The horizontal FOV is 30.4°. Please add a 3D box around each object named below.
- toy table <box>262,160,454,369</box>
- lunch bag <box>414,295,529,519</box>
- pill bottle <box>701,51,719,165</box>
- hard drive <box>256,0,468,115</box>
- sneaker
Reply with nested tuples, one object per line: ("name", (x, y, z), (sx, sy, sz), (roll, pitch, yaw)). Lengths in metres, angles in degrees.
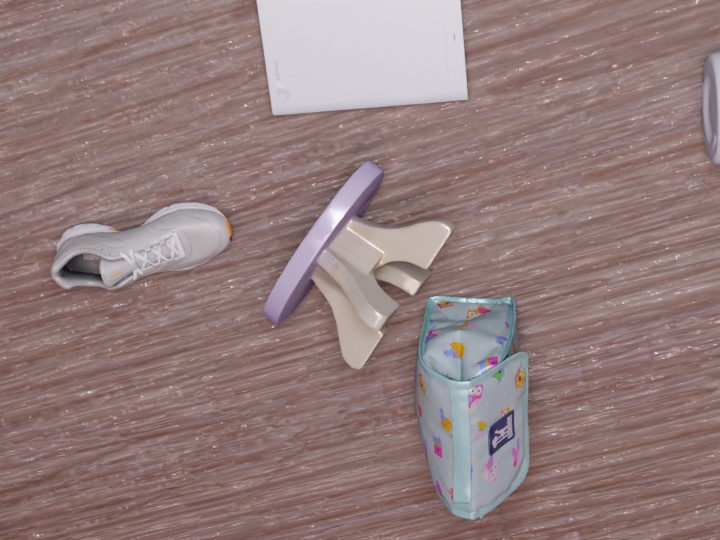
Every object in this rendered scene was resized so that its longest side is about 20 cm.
("toy table", (0.000, 0.000, 1.362), (0.117, 0.184, 0.200), (36, 123, 6))
("lunch bag", (0.116, 0.140, 1.392), (0.122, 0.200, 0.171), (0, 114, 5))
("pill bottle", (0.436, -0.161, 1.273), (0.200, 0.111, 0.112), (-3, 115, 5))
("hard drive", (0.003, -0.228, 1.323), (0.200, 0.026, 0.132), (-4, 115, 6))
("sneaker", (-0.234, -0.014, 1.407), (0.200, 0.092, 0.076), (-12, 114, 10))
